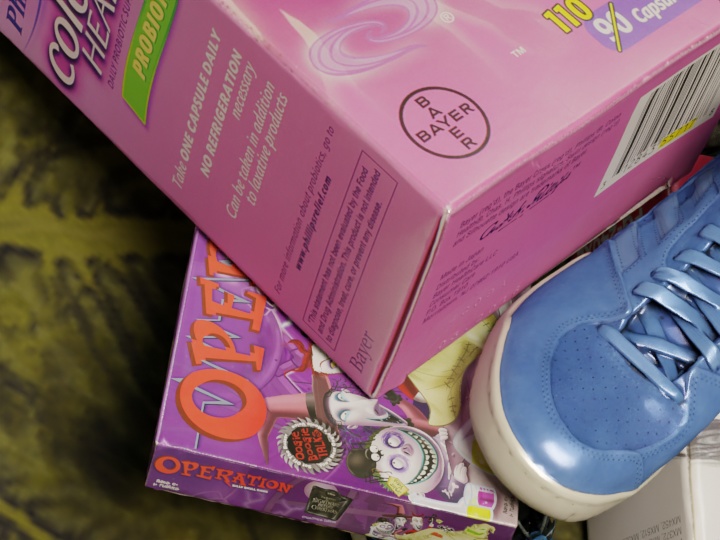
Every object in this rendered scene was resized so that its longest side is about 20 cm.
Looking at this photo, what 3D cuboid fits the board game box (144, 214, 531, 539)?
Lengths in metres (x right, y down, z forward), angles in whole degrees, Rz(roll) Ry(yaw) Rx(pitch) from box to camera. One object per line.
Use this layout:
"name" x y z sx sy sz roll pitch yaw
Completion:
"board game box" 0.000 0.000 0.741 0.119 0.032 0.201 10 48 -4

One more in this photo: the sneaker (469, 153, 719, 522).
"sneaker" 0.119 -0.002 0.704 0.077 0.111 0.199 49 46 8

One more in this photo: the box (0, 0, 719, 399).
"box" 0.006 -0.090 0.735 0.175 0.097 0.200 -32 66 -35

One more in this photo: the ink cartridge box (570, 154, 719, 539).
"ink cartridge box" 0.164 0.069 0.842 0.144 0.083 0.202 9 68 -25

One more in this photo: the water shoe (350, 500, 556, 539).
"water shoe" 0.040 0.099 0.770 0.071 0.079 0.201 -23 83 -30

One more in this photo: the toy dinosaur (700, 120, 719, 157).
"toy dinosaur" 0.143 -0.063 0.835 0.088 0.199 0.048 -3 90 -45
